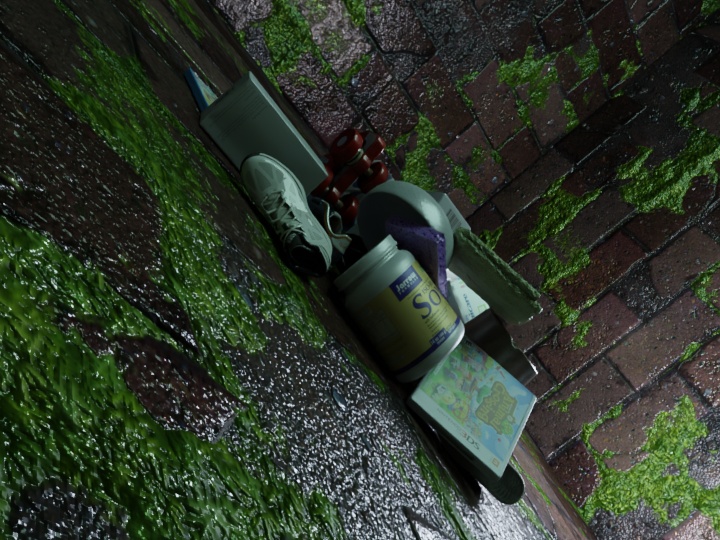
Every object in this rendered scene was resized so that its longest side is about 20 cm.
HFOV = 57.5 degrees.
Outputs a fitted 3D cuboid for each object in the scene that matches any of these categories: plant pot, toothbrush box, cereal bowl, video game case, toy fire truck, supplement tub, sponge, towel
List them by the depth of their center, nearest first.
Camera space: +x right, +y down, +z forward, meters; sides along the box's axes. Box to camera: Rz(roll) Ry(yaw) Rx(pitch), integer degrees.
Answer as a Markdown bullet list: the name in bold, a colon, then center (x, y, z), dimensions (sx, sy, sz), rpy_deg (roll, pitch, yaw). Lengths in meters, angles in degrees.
- **supplement tub**: center (0.061, 0.061, 1.069), dimensions (0.202, 0.144, 0.145), rpy_deg (52, 7, -2)
- **video game case**: center (0.187, 0.212, 1.071), dimensions (0.181, 0.022, 0.200), rpy_deg (40, 42, 6)
- **sponge**: center (0.099, 0.008, 1.132), dimensions (0.110, 0.030, 0.204), rpy_deg (25, -41, 34)
- **towel**: center (0.229, 0.016, 1.162), dimensions (0.200, 0.036, 0.149), rpy_deg (45, -15, 10)
- **cereal bowl**: center (0.090, -0.073, 1.169), dimensions (0.198, 0.083, 0.204), rpy_deg (34, -36, 28)
- **video game case**: center (-0.232, -0.258, 1.181), dimensions (0.200, 0.018, 0.144), rpy_deg (46, 10, -49)
- **plant pot**: center (0.214, 0.192, 1.237), dimensions (0.202, 0.196, 0.201), rpy_deg (52, 7, -9)
- **toy fire truck**: center (-0.047, -0.192, 1.262), dimensions (0.112, 0.201, 0.168), rpy_deg (43, 0, -33)
- **toothbrush box**: center (0.193, 0.098, 1.457), dimensions (0.200, 0.084, 0.149), rpy_deg (-41, -113, 60)

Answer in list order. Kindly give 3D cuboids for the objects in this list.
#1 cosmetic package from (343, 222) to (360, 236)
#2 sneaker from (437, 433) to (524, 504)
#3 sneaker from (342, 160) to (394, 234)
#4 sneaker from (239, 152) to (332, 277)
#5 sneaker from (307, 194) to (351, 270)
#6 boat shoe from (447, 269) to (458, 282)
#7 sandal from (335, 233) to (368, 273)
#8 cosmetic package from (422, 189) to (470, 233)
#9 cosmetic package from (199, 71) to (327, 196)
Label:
- **cosmetic package**: center (0.062, 0.023, 1.358), dimensions (0.202, 0.122, 0.199), rpy_deg (59, 9, 32)
- **sneaker**: center (0.186, 0.303, 1.105), dimensions (0.201, 0.074, 0.106), rpy_deg (52, -8, 10)
- **sneaker**: center (-0.015, -0.135, 1.351), dimensions (0.082, 0.196, 0.116), rpy_deg (62, 3, 35)
- **sneaker**: center (-0.101, -0.077, 0.941), dimensions (0.202, 0.075, 0.116), rpy_deg (54, 5, -18)
- **sneaker**: center (-0.082, -0.095, 1.152), dimensions (0.202, 0.079, 0.078), rpy_deg (55, 9, 27)
- **boat shoe**: center (0.168, -0.017, 1.309), dimensions (0.062, 0.074, 0.198), rpy_deg (45, 30, 19)
- **sandal**: center (0.001, 0.000, 1.237), dimensions (0.043, 0.075, 0.202), rpy_deg (44, 12, -54)
- **cosmetic package**: center (0.119, -0.105, 1.315), dimensions (0.102, 0.075, 0.198), rpy_deg (47, -15, -28)
- **cosmetic package**: center (-0.153, -0.201, 1.060), dimensions (0.201, 0.112, 0.082), rpy_deg (51, 7, -25)
